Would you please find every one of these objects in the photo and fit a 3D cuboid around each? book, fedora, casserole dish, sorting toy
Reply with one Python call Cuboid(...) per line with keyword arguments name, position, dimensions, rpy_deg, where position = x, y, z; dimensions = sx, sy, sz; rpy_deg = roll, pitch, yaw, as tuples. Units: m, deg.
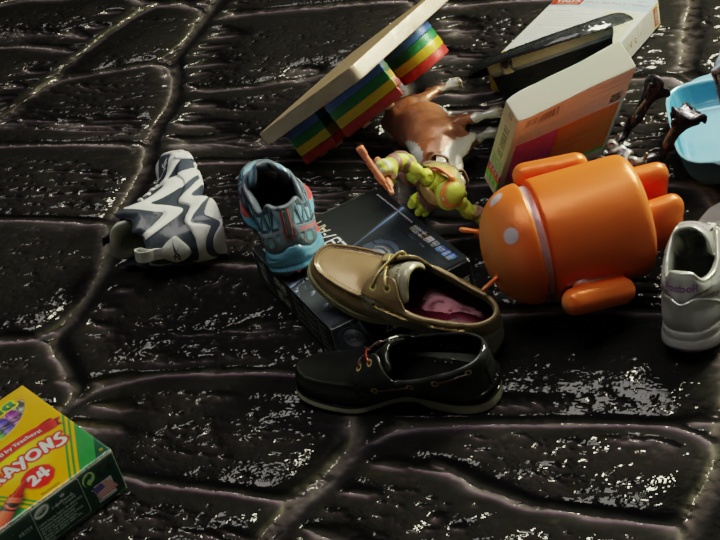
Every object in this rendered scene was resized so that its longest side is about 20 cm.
Cuboid(name="book", position=(0.200, -0.149, 1.430), dimensions=(0.133, 0.200, 0.048), rpy_deg=(-26, 75, -10))
Cuboid(name="fedora", position=(0.222, -0.218, 1.560), dimensions=(0.198, 0.093, 0.201), rpy_deg=(-19, 6, 2))
Cuboid(name="casserole dish", position=(0.391, -0.149, 1.477), dimensions=(0.120, 0.039, 0.201), rpy_deg=(-9, 33, 11))
Cuboid(name="sorting toy", position=(0.007, -0.221, 1.648), dimensions=(0.198, 0.070, 0.200), rpy_deg=(-28, 14, 50))

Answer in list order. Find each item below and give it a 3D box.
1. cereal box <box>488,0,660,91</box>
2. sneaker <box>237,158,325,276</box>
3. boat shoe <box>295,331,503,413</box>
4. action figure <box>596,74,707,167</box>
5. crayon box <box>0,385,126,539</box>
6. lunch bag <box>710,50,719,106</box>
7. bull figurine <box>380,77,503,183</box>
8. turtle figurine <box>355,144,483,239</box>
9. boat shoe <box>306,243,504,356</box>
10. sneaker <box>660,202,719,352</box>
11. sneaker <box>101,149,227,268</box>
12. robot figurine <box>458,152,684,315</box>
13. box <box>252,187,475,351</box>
Cuboid(name="cereal box", position=(0.266, -0.279, 1.721), dimensions=(0.143, 0.040, 0.200), rpy_deg=(12, 41, 35))
Cuboid(name="sneaker", position=(-0.085, -0.081, 1.441), dimensions=(0.079, 0.096, 0.200), rpy_deg=(-20, 33, -9))
Cuboid(name="boat shoe", position=(0.029, 0.087, 1.258), dimensions=(0.199, 0.064, 0.074), rpy_deg=(-1, 40, 24))
Cuboid(name="action figure", position=(0.260, -0.090, 1.390), dimensions=(0.119, 0.102, 0.201), rpy_deg=(43, 97, 32))
Cuboid(name="crayon box", position=(-0.322, 0.180, 1.276), dimensions=(0.127, 0.051, 0.199), rpy_deg=(-36, 38, -28))
Cuboid(name="lunch bag", position=(0.426, -0.168, 1.339), dimensions=(0.127, 0.200, 0.170), rpy_deg=(-41, 12, 43))
Cuboid(name="bull figurine", position=(0.094, -0.157, 1.590), dimensions=(0.120, 0.066, 0.200), rpy_deg=(-21, 34, -12))
Cuboid(name="turtle figurine", position=(0.069, -0.090, 1.425), dimensions=(0.065, 0.199, 0.161), rpy_deg=(-62, 18, 1))
Cuboid(name="boat shoe", position=(0.043, 0.015, 1.288), dimensions=(0.198, 0.067, 0.074), rpy_deg=(20, 60, 12))
Cuboid(name="sneaker", position=(0.320, -0.016, 1.254), dimensions=(0.074, 0.100, 0.200), rpy_deg=(3, 36, 27))
Cuboid(name="sneaker", position=(-0.238, -0.065, 1.577), dimensions=(0.128, 0.080, 0.200), rpy_deg=(-15, 42, -15))
Cuboid(name="robot figurine", position=(0.196, -0.035, 1.279), dimensions=(0.198, 0.146, 0.117), rpy_deg=(-15, 4, -2))
Cuboid(name="box", position=(0.000, 0.000, 1.414), dimensions=(0.159, 0.044, 0.200), rpy_deg=(-26, 34, -15))
